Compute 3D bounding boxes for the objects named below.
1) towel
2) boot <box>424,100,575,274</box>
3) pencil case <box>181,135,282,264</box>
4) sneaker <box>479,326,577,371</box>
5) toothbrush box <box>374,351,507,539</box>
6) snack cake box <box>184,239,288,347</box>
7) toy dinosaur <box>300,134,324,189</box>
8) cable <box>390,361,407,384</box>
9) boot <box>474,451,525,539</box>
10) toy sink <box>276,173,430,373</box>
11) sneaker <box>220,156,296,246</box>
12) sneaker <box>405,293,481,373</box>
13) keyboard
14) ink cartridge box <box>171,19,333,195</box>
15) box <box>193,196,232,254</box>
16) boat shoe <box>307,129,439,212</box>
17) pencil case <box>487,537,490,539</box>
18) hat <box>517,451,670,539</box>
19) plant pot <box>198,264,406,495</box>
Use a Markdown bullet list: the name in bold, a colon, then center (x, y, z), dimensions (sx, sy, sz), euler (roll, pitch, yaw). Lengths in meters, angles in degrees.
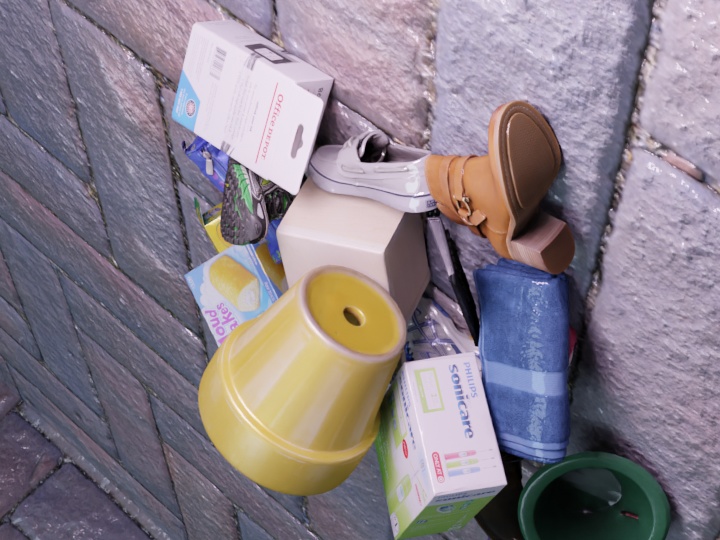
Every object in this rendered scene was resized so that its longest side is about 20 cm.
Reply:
- **towel**: center (0.168, 0.094, 1.479), dimensions (0.111, 0.048, 0.203), euler (14, 110, 48)
- **boot**: center (0.118, -0.090, 1.366), dimensions (0.154, 0.073, 0.201), euler (29, 148, 44)
- **pencil case**: center (-0.129, -0.099, 1.746), dimensions (0.078, 0.087, 0.201), euler (-33, 102, 32)
- **sneaker**: center (0.183, 0.115, 1.570), dimensions (0.081, 0.074, 0.200), euler (60, 145, 21)
- **toothbrush box**: center (0.080, 0.195, 1.558), dimensions (0.200, 0.085, 0.147), euler (117, 143, -64)
- **snack cake box**: center (-0.124, 0.066, 1.804), dimensions (0.114, 0.067, 0.202), euler (-29, 85, 27)
- **toy dinosaur**: center (-0.053, -0.097, 1.679), dimensions (0.088, 0.047, 0.201), euler (22, 141, 39)
- **cable**: center (0.042, 0.162, 1.808), dimensions (0.163, 0.051, 0.201), euler (-10, 116, 55)
- **boot**: center (0.162, 0.238, 1.719), dimensions (0.098, 0.074, 0.201), euler (93, 161, -48)
- **toy sink**: center (0.000, 0.000, 1.612), dimensions (0.129, 0.113, 0.201), euler (11, 139, 22)
- **sneaker**: center (-0.109, -0.084, 1.576), dimensions (0.200, 0.084, 0.079), euler (-95, 15, -65)
- **sneaker**: center (0.077, 0.094, 1.692), dimensions (0.199, 0.088, 0.076), euler (37, 156, 25)
- **keyboard**: center (0.097, -0.005, 1.499), dimensions (0.200, 0.020, 0.128), euler (63, -173, -64)
- **ink cartridge box**: center (-0.105, -0.177, 1.548), dimensions (0.199, 0.066, 0.117), euler (34, 119, 29)
- **box**: center (-0.160, -0.014, 1.915), dimensions (0.201, 0.048, 0.117), euler (59, 175, -13)
- **boat shoe**: center (0.011, -0.114, 1.510), dimensions (0.199, 0.072, 0.066), euler (25, 134, 50)
- **pencil case**: center (0.260, 0.381, 1.825), dimensions (0.199, 0.085, 0.093), euler (29, 135, 36)
- **hat**: center (0.271, 0.247, 1.686), dimensions (0.199, 0.176, 0.166), euler (-33, 104, 26)
- **plant pot**: center (-0.048, 0.104, 1.526), dimensions (0.201, 0.200, 0.189), euler (43, 127, 9)
